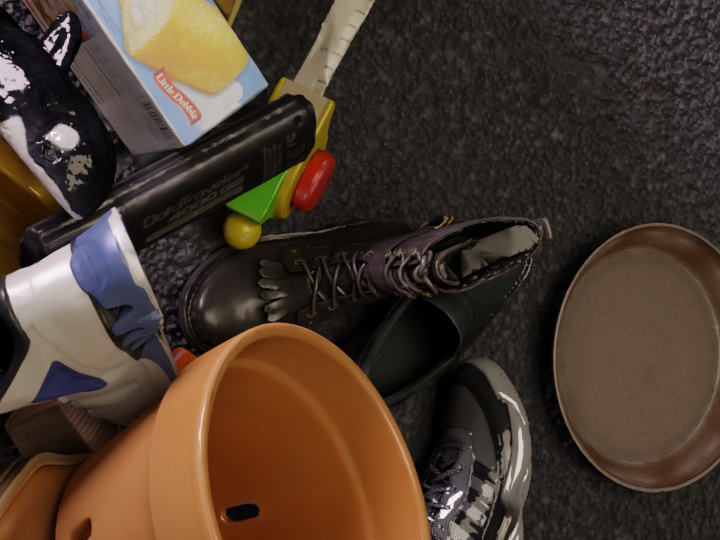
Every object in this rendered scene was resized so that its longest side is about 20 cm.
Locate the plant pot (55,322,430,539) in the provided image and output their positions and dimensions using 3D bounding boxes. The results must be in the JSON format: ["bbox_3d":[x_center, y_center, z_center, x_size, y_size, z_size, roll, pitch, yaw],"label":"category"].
[{"bbox_3d":[-0.072,0.144,0.908,0.200,0.140,0.201,35,45,-43],"label":"plant pot"}]

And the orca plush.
[{"bbox_3d":[-0.181,-0.115,0.926,0.071,0.200,0.105,-40,134,0],"label":"orca plush"}]

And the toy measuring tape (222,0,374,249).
[{"bbox_3d":[-0.035,-0.103,1.065,0.073,0.074,0.201,29,86,-27],"label":"toy measuring tape"}]

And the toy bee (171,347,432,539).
[{"bbox_3d":[-0.061,0.139,1.049,0.131,0.109,0.200,-28,78,-21],"label":"toy bee"}]

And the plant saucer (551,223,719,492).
[{"bbox_3d":[0.218,0.065,1.243,0.199,0.032,0.201,1,87,-30],"label":"plant saucer"}]

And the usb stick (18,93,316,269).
[{"bbox_3d":[-0.111,-0.046,0.969,0.200,0.056,0.033,-30,60,-25],"label":"usb stick"}]

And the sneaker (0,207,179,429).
[{"bbox_3d":[-0.167,0.041,0.914,0.115,0.200,0.081,-20,65,-8],"label":"sneaker"}]

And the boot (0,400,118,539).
[{"bbox_3d":[-0.174,0.172,0.950,0.156,0.076,0.200,60,22,-17],"label":"boot"}]

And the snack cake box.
[{"bbox_3d":[-0.151,-0.168,0.973,0.067,0.115,0.200,-39,105,-17],"label":"snack cake box"}]

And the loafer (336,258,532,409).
[{"bbox_3d":[0.052,0.037,1.123,0.200,0.070,0.068,-39,108,-25],"label":"loafer"}]

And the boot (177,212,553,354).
[{"bbox_3d":[0.000,0.000,1.032,0.199,0.174,0.070,-22,100,-29],"label":"boot"}]

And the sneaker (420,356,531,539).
[{"bbox_3d":[0.051,0.159,1.115,0.113,0.075,0.201,2,90,-33],"label":"sneaker"}]

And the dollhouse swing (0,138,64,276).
[{"bbox_3d":[-0.242,0.005,0.890,0.182,0.176,0.201,38,70,-24],"label":"dollhouse swing"}]

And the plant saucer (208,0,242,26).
[{"bbox_3d":[-0.067,-0.239,1.000,0.048,0.200,0.201,23,76,-7],"label":"plant saucer"}]
